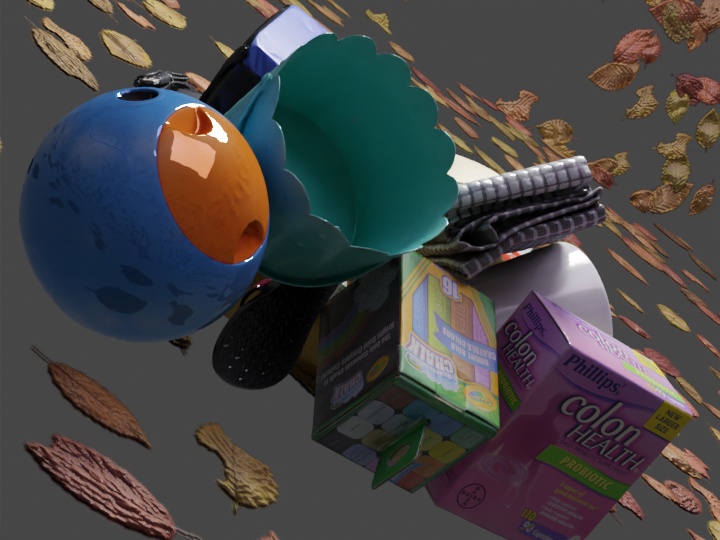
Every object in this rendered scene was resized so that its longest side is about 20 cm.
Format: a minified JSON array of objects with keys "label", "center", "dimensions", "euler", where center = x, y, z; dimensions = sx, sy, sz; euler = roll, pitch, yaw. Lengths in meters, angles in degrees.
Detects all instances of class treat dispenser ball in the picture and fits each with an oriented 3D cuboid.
[{"label":"treat dispenser ball","center":[-0.171,-0.044,1.373],"dimensions":[0.200,0.201,0.201],"euler":[35,15,-11]}]

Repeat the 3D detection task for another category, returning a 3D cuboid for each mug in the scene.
[{"label":"mug","center":[0.141,0.070,1.706],"dimensions":[0.152,0.187,0.150],"euler":[-10,54,-25]}]

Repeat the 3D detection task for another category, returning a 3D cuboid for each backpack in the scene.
[{"label":"backpack","center":[-0.100,-0.153,1.870],"dimensions":[0.168,0.200,0.163],"euler":[43,30,2]}]

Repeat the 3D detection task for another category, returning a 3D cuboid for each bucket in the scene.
[{"label":"bucket","center":[-0.031,-0.089,1.505],"dimensions":[0.206,0.134,0.209],"euler":[16,63,-34]}]

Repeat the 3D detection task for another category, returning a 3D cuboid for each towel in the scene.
[{"label":"towel","center":[0.130,-0.047,1.653],"dimensions":[0.200,0.164,0.087],"euler":[172,-96,-76]}]

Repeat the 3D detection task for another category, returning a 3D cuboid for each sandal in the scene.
[{"label":"sandal","center":[-0.076,0.038,1.546],"dimensions":[0.076,0.045,0.200],"euler":[59,43,-23]}]

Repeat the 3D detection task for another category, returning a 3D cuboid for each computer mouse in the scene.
[{"label":"computer mouse","center":[-0.172,-0.185,2.074],"dimensions":[0.200,0.053,0.138],"euler":[40,14,5]}]

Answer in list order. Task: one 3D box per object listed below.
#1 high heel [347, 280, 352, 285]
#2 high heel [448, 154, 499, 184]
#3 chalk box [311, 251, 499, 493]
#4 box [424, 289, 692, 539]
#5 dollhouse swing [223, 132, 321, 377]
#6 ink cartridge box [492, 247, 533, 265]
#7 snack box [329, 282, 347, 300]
[{"label":"high heel","center":[0.000,0.000,1.733],"dimensions":[0.144,0.071,0.200],"euler":[62,17,-9]},{"label":"high heel","center":[0.071,-0.054,1.858],"dimensions":[0.198,0.144,0.072],"euler":[9,34,1]},{"label":"chalk box","center":[0.041,0.105,1.531],"dimensions":[0.123,0.124,0.201],"euler":[30,41,-28]},{"label":"box","center":[0.176,0.151,1.623],"dimensions":[0.175,0.201,0.097],"euler":[29,17,-33]},{"label":"dollhouse swing","center":[-0.049,-0.036,1.691],"dimensions":[0.181,0.176,0.200],"euler":[34,14,-16]},{"label":"ink cartridge box","center":[0.130,0.004,1.821],"dimensions":[0.050,0.109,0.200],"euler":[39,37,0]},{"label":"snack box","center":[0.033,0.044,1.915],"dimensions":[0.116,0.037,0.200],"euler":[39,15,2]}]
